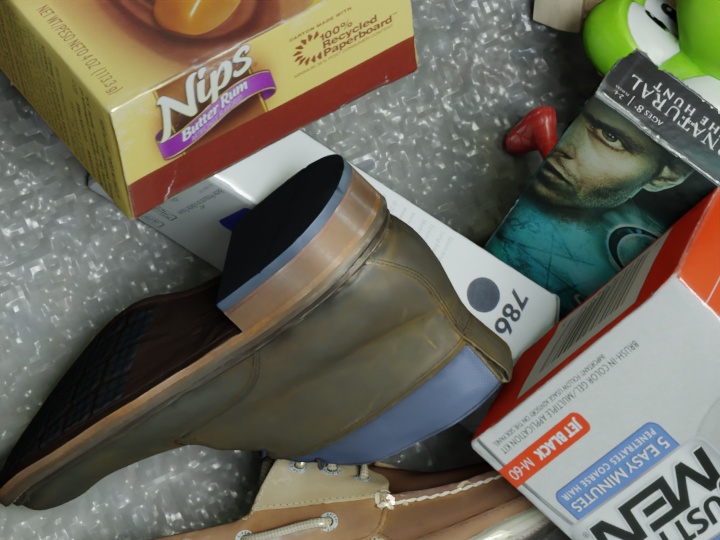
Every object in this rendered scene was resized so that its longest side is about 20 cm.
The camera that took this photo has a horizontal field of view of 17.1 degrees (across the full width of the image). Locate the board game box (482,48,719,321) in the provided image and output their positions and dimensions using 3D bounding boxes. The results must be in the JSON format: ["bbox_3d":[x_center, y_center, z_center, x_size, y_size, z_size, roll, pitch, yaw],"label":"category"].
[{"bbox_3d":[0.144,0.021,0.842,0.200,0.135,0.028,37,60,4],"label":"board game box"}]

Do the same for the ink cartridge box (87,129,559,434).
[{"bbox_3d":[0.000,0.000,0.892,0.200,0.099,0.039,34,72,-14],"label":"ink cartridge box"}]

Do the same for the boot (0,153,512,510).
[{"bbox_3d":[-0.041,0.051,0.842,0.097,0.200,0.075,40,35,-19],"label":"boot"}]

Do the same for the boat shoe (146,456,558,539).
[{"bbox_3d":[-0.013,0.096,0.870,0.200,0.076,0.072,-22,80,2],"label":"boat shoe"}]

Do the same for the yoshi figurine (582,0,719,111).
[{"bbox_3d":[0.172,-0.046,0.876,0.112,0.112,0.200,-44,80,-5],"label":"yoshi figurine"}]

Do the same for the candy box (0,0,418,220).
[{"bbox_3d":[-0.083,-0.116,0.836,0.117,0.057,0.200,-29,52,-18],"label":"candy box"}]

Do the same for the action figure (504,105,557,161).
[{"bbox_3d":[0.097,0.045,0.946,0.065,0.099,0.200,-3,64,-16],"label":"action figure"}]

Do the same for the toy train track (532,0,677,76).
[{"bbox_3d":[0.163,-0.091,0.935,0.200,0.033,0.115,11,115,14],"label":"toy train track"}]

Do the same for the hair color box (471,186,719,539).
[{"bbox_3d":[0.149,0.082,0.799,0.200,0.111,0.064,42,39,-5],"label":"hair color box"}]
